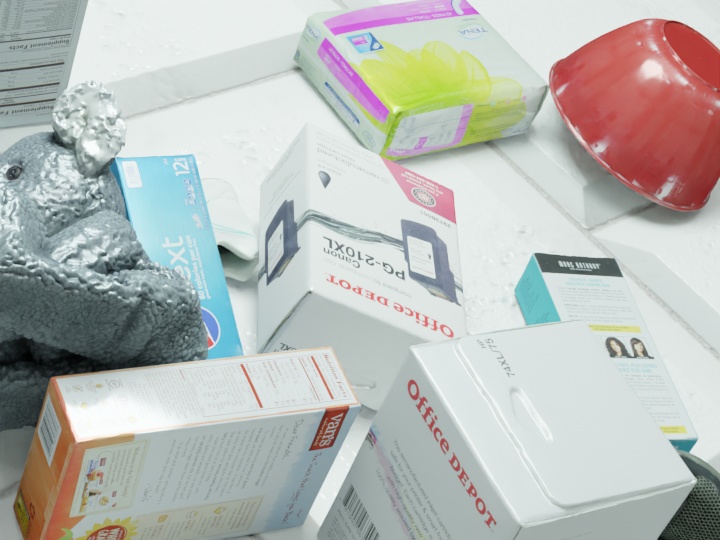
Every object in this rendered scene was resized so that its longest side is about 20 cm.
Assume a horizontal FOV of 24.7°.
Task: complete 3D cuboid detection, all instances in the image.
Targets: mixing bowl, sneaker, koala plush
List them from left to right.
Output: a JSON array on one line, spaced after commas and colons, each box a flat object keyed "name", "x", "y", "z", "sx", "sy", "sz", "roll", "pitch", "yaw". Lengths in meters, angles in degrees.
[{"name": "koala plush", "x": -0.199, "y": -0.011, "z": 1.093, "sx": 0.183, "sy": 0.178, "sz": 0.200, "roll": 10, "pitch": 44, "yaw": -27}, {"name": "sneaker", "x": -0.162, "y": -0.019, "z": 1.254, "sx": 0.200, "sy": 0.071, "sz": 0.080, "roll": -12, "pitch": 55, "yaw": -36}, {"name": "sneaker", "x": 0.194, "y": 0.159, "z": 1.197, "sx": 0.199, "sy": 0.076, "sz": 0.114, "roll": 33, "pitch": 17, "yaw": -4}, {"name": "mixing bowl", "x": 0.289, "y": -0.167, "z": 1.567, "sx": 0.200, "sy": 0.108, "sz": 0.200, "roll": 27, "pitch": 35, "yaw": -21}]

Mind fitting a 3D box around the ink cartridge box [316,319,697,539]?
[{"name": "ink cartridge box", "x": 0.089, "y": 0.157, "z": 1.082, "sx": 0.146, "sy": 0.200, "sz": 0.147, "roll": -7, "pitch": 49, "yaw": -32}]

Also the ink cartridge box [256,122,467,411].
[{"name": "ink cartridge box", "x": 0.000, "y": 0.000, "z": 1.279, "sx": 0.144, "sy": 0.084, "sz": 0.200, "roll": 23, "pitch": 38, "yaw": -22}]

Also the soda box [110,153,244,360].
[{"name": "soda box", "x": -0.135, "y": 0.021, "z": 1.173, "sx": 0.064, "sy": 0.068, "sz": 0.201, "roll": -4, "pitch": 69, "yaw": -29}]

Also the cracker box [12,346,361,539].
[{"name": "cracker box", "x": -0.114, "y": 0.121, "z": 1.074, "sx": 0.199, "sy": 0.134, "sz": 0.058, "roll": -4, "pitch": 48, "yaw": -30}]

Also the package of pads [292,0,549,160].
[{"name": "package of pads", "x": 0.061, "y": -0.182, "z": 1.539, "sx": 0.200, "sy": 0.068, "sz": 0.155, "roll": -15, "pitch": 53, "yaw": -36}]

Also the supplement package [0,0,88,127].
[{"name": "supplement package", "x": -0.317, "y": -0.233, "z": 1.308, "sx": 0.150, "sy": 0.200, "sz": 0.152, "roll": -12, "pitch": 51, "yaw": -34}]

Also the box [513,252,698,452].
[{"name": "box", "x": 0.196, "y": 0.074, "z": 1.341, "sx": 0.082, "sy": 0.049, "sz": 0.200, "roll": 4, "pitch": 44, "yaw": -22}]
